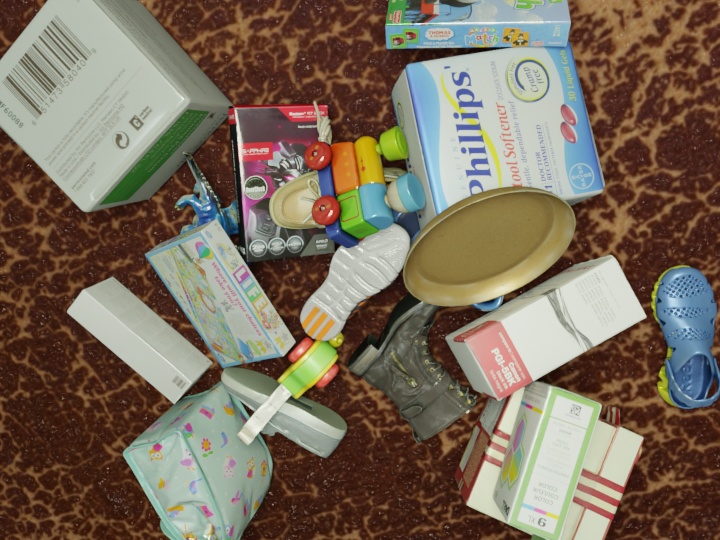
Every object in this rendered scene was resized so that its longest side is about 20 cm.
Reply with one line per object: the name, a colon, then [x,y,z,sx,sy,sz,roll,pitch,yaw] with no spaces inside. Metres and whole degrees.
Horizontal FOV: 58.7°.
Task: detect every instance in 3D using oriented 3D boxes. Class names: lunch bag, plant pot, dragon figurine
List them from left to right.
lunch bag: [-0.214,0.287,0.913,0.122,0.170,0.200,-23,100,18]
dragon figurine: [-0.192,-0.072,0.868,0.099,0.059,0.200,19,128,12]
plant pot: [0.141,-0.027,0.720,0.200,0.200,0.028,-26,55,13]

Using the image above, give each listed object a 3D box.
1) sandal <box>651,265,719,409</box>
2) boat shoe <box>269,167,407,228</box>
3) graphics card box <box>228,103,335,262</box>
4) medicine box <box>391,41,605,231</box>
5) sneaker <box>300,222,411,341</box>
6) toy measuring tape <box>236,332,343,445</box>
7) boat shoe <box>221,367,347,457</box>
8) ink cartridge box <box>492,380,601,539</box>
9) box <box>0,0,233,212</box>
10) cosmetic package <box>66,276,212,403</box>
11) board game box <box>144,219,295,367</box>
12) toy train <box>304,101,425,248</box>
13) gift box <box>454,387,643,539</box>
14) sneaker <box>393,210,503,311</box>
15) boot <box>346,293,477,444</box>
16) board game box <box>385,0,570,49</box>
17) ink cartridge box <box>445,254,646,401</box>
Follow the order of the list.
sandal: [0.425,0.093,0.822,0.079,0.087,0.201,-9,99,12]
boat shoe: [-0.017,-0.095,0.820,0.200,0.063,0.073,-15,106,-14]
graphics card box: [-0.103,-0.116,0.846,0.125,0.051,0.201,-6,103,-21]
medicine box: [0.155,-0.152,0.754,0.199,0.103,0.183,-12,87,-9]
sneaker: [0.000,0.000,0.846,0.078,0.112,0.200,45,118,0]
toy measuring tape: [-0.089,0.153,0.875,0.074,0.074,0.200,45,66,-3]
boat shoe: [-0.120,0.211,0.934,0.200,0.070,0.072,27,100,-1]
ink cartridge box: [0.190,0.224,0.693,0.059,0.104,0.200,18,86,5]
box: [-0.315,-0.215,0.818,0.199,0.171,0.200,-42,94,14]
cosmetic package: [-0.318,0.100,0.934,0.200,0.083,0.051,41,107,-1]
board game box: [-0.193,0.038,0.879,0.134,0.034,0.200,-15,113,39]
toy train: [0.002,-0.137,0.742,0.115,0.085,0.200,-18,67,23]
gift box: [0.245,0.242,0.836,0.186,0.200,0.185,24,91,6]
sneaker: [0.115,-0.021,0.821,0.200,0.082,0.074,37,108,-20]
boot: [0.097,0.131,0.895,0.174,0.069,0.200,41,109,-7]
board game box: [0.135,-0.317,0.750,0.199,0.152,0.037,2,143,7]
ink cartridge box: [0.219,0.070,0.785,0.200,0.147,0.083,-28,86,-3]
